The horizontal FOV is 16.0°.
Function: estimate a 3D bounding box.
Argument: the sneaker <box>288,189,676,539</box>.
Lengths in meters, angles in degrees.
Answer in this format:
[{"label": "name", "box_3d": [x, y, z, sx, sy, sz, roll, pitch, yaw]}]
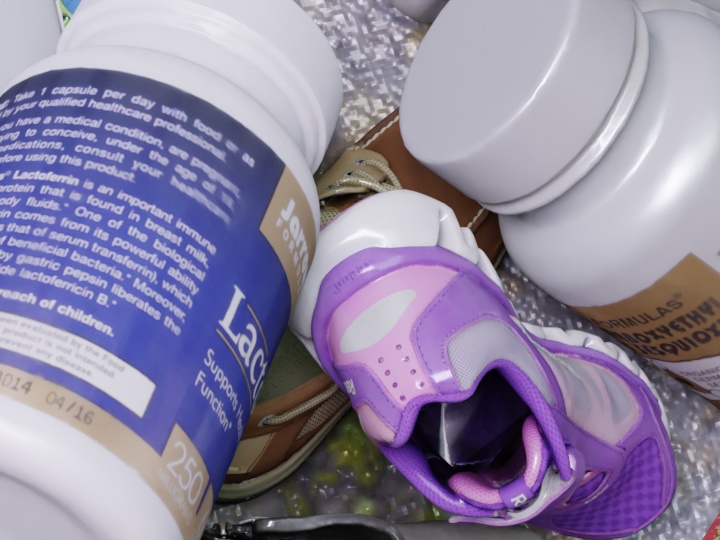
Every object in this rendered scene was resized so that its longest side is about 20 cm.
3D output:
[{"label": "sneaker", "box_3d": [0.051, 0.057, 0.886, 0.080, 0.200, 0.089, -40, 46, 12]}]

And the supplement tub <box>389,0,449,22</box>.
[{"label": "supplement tub", "box_3d": [0.033, -0.213, 0.976, 0.145, 0.145, 0.201, -24, 82, -22]}]

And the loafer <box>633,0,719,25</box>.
[{"label": "loafer", "box_3d": [0.173, -0.072, 1.019, 0.199, 0.070, 0.070, 23, 51, -20]}]

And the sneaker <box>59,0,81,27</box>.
[{"label": "sneaker", "box_3d": [-0.119, -0.091, 0.913, 0.076, 0.105, 0.200, -37, 87, -23]}]

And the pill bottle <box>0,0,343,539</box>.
[{"label": "pill bottle", "box_3d": [-0.079, 0.003, 0.793, 0.115, 0.116, 0.201, 27, 54, -8]}]

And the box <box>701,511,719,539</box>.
[{"label": "box", "box_3d": [0.147, 0.174, 0.893, 0.200, 0.095, 0.100, -53, 127, -28]}]

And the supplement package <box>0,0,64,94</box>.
[{"label": "supplement package", "box_3d": [-0.189, -0.104, 0.812, 0.156, 0.110, 0.201, -46, 132, -50]}]

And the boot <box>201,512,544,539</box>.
[{"label": "boot", "box_3d": [-0.006, 0.113, 0.874, 0.199, 0.131, 0.068, -4, 74, -19]}]

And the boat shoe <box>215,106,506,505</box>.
[{"label": "boat shoe", "box_3d": [0.000, 0.000, 0.936, 0.075, 0.074, 0.200, 36, 66, 7]}]

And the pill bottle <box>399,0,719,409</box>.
[{"label": "pill bottle", "box_3d": [0.115, -0.028, 0.931, 0.200, 0.114, 0.115, 33, 65, -30]}]
